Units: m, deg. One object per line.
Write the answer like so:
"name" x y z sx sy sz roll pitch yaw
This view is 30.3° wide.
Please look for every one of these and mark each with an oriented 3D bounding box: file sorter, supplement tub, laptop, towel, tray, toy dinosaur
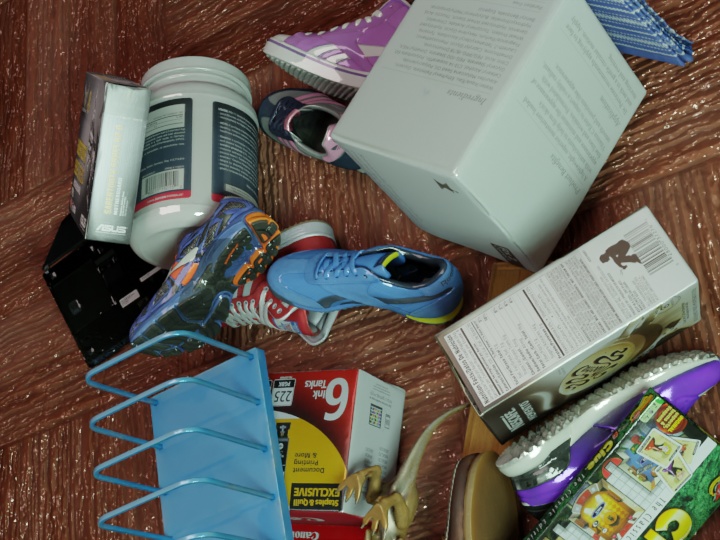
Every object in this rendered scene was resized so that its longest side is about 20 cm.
"file sorter" -0.161 0.172 1.198 0.138 0.122 0.201 -26 60 26
"supplement tub" -0.178 -0.112 1.431 0.140 0.140 0.202 -18 61 30
"laptop" -0.271 -0.020 1.547 0.177 0.103 0.201 -33 80 22
"towel" 0.196 -0.240 1.167 0.144 0.200 0.024 22 87 42
"tray" 0.150 0.092 1.167 0.098 0.037 0.202 -1 69 36
"toy dinosaur" 0.034 0.196 1.176 0.060 0.106 0.202 14 87 36

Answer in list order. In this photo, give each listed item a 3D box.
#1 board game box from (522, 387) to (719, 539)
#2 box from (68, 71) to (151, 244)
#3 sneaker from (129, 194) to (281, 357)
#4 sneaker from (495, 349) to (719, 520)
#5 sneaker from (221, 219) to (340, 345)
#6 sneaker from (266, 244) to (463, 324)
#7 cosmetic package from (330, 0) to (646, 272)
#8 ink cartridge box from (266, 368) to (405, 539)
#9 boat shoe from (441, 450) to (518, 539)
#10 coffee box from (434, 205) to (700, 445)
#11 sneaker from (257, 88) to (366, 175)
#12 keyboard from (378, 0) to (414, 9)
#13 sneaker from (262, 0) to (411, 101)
"board game box" 0.202 0.199 1.042 0.200 0.105 0.023 -52 18 7
"box" -0.268 -0.123 1.405 0.200 0.048 0.160 -145 63 -69
"sneaker" -0.160 0.007 1.328 0.200 0.075 0.079 -45 46 11
"sneaker" 0.217 0.144 1.078 0.199 0.070 0.100 -31 90 0
"sneaker" -0.103 0.041 1.355 0.199 0.071 0.113 -31 52 20
"sneaker" 0.000 0.000 1.253 0.198 0.079 0.066 7 60 20
"cosmetic package" 0.115 -0.139 1.187 0.164 0.165 0.201 23 76 44
"ink cartridge box" -0.068 0.191 1.255 0.199 0.084 0.177 -7 68 35
"boat shoe" 0.091 0.253 1.105 0.070 0.070 0.202 -11 74 41
"coffee box" 0.170 0.048 1.081 0.199 0.113 0.080 -32 67 4
"sneaker" -0.059 -0.158 1.394 0.199 0.082 0.071 22 96 46
"keyboard" 0.075 -0.238 1.376 0.199 0.021 0.128 -21 65 28
"sneaker" -0.001 -0.236 1.379 0.199 0.073 0.115 20 85 27
